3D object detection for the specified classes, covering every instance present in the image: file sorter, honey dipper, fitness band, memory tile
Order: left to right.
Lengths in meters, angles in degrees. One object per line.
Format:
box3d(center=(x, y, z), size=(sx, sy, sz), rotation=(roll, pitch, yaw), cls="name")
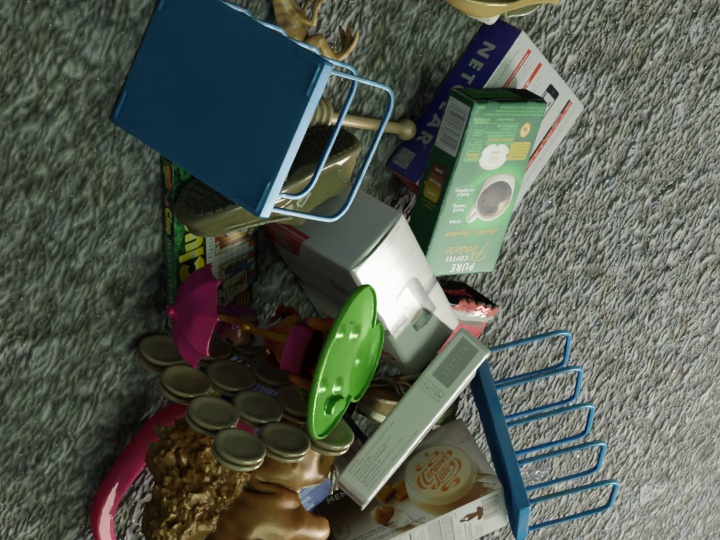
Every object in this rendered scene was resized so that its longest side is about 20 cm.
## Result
box3d(center=(-0.184, 0.223, 1.735), size=(0.143, 0.037, 0.201), rotation=(37, 90, -29), cls="fitness band")
box3d(center=(-0.112, 0.119, 1.639), size=(0.152, 0.200, 0.017), rotation=(-6, 128, -37), cls="memory tile")
box3d(center=(-0.090, -0.144, 1.487), size=(0.122, 0.200, 0.140), rotation=(8, 110, -53), cls="file sorter")
box3d(center=(-0.006, -0.149, 1.711), size=(0.199, 0.038, 0.038), rotation=(4, 113, -51), cls="honey dipper")
box3d(center=(0.212, 0.188, 2.002), size=(0.122, 0.201, 0.139), rotation=(-14, 157, -3), cls="file sorter")

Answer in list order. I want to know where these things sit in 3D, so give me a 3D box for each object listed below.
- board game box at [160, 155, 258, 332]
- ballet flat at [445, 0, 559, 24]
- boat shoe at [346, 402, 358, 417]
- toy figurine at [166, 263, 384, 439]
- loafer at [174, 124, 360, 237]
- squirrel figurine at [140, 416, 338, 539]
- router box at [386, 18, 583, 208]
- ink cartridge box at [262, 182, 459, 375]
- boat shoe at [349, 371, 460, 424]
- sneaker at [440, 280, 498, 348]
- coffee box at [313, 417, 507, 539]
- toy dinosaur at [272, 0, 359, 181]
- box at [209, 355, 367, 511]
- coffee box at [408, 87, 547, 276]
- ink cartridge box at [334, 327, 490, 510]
box3d(center=(-0.143, -0.039, 1.650), size=(0.104, 0.023, 0.201), rotation=(-24, 132, -33), cls="board game box")
box3d(center=(0.148, -0.283, 1.766), size=(0.199, 0.069, 0.063), rotation=(-18, 142, -39), cls="ballet flat")
box3d(center=(-0.048, 0.177, 1.866), size=(0.074, 0.075, 0.203), rotation=(5, 112, -50), cls="boat shoe")
box3d(center=(-0.089, 0.057, 1.628), size=(0.200, 0.183, 0.151), rotation=(6, 103, -75), cls="toy figurine")
box3d(center=(-0.082, -0.071, 1.608), size=(0.199, 0.076, 0.068), rotation=(-24, 132, -26), cls="loafer")
box3d(center=(-0.113, 0.214, 1.670), size=(0.199, 0.141, 0.188), rotation=(28, 88, -28), cls="squirrel figurine")
box3d(center=(0.140, -0.147, 1.864), size=(0.201, 0.049, 0.179), rotation=(-55, 143, -3), cls="router box")
box3d(center=(0.000, 0.000, 1.734), size=(0.085, 0.145, 0.200), rotation=(-47, 142, -16), cls="ink cartridge box")
box3d(center=(0.053, 0.140, 1.960), size=(0.200, 0.073, 0.064), rotation=(7, 104, -53), cls="boat shoe")
box3d(center=(0.080, 0.059, 1.927), size=(0.199, 0.074, 0.087), rotation=(11, 109, -51), cls="sneaker")
box3d(center=(0.054, 0.269, 1.969), size=(0.199, 0.115, 0.080), rotation=(-22, 139, -10), cls="coffee box")
box3d(center=(-0.056, -0.191, 1.602), size=(0.106, 0.060, 0.202), rotation=(-13, 102, -40), cls="toy dinosaur")
box3d(center=(-0.082, 0.157, 1.792), size=(0.121, 0.032, 0.200), rotation=(-38, 118, -5), cls="box")
box3d(center=(0.116, -0.092, 1.800), size=(0.122, 0.044, 0.201), rotation=(-7, 120, -45), cls="coffee box")
box3d(center=(0.051, 0.159, 1.795), size=(0.200, 0.045, 0.176), rotation=(-50, 175, -9), cls="ink cartridge box")
